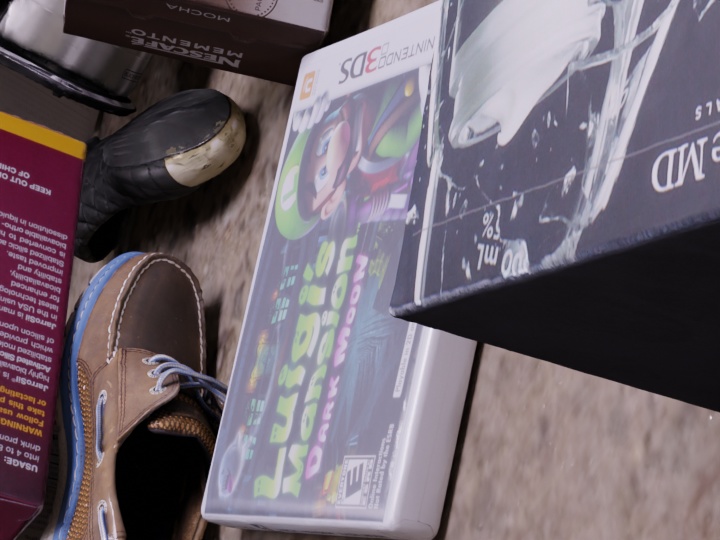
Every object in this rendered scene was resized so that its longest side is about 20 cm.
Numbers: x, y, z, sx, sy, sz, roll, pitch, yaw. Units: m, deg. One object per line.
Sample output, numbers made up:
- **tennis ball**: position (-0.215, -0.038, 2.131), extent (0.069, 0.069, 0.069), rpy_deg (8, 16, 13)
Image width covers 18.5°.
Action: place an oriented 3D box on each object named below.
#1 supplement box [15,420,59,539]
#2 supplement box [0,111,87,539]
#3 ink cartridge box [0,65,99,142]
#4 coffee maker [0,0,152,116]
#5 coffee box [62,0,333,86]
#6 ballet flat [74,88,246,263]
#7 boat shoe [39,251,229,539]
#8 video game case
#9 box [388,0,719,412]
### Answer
- **supplement box**: position (-0.149, 0.162, 1.004), extent (0.126, 0.073, 0.201), rpy_deg (-56, 28, 34)
- **supplement box**: position (-0.188, 0.035, 0.980), extent (0.110, 0.085, 0.201), rpy_deg (-48, 31, 44)
- **ink cartridge box**: position (-0.198, -0.104, 1.212), extent (0.048, 0.145, 0.202), rpy_deg (6, 77, 30)
- **coffee maker**: position (-0.150, -0.204, 1.076), extent (0.201, 0.191, 0.135), rpy_deg (-62, 14, 5)
- **coffee box**: position (-0.055, -0.195, 0.963), extent (0.080, 0.112, 0.202), rpy_deg (130, 152, -75)
- **ballet flat**: position (-0.102, -0.046, 1.090), extent (0.066, 0.057, 0.200), rpy_deg (-43, 14, -26)
- **boat shoe**: position (-0.086, 0.074, 0.941), extent (0.072, 0.072, 0.201), rpy_deg (-26, 48, 40)
- **video game case**: position (0.000, 0.000, 0.839), extent (0.182, 0.023, 0.202), rpy_deg (-11, 65, 65)
- **box**: position (0.115, -0.081, 0.510), extent (0.200, 0.123, 0.198), rpy_deg (-20, 58, 62)
